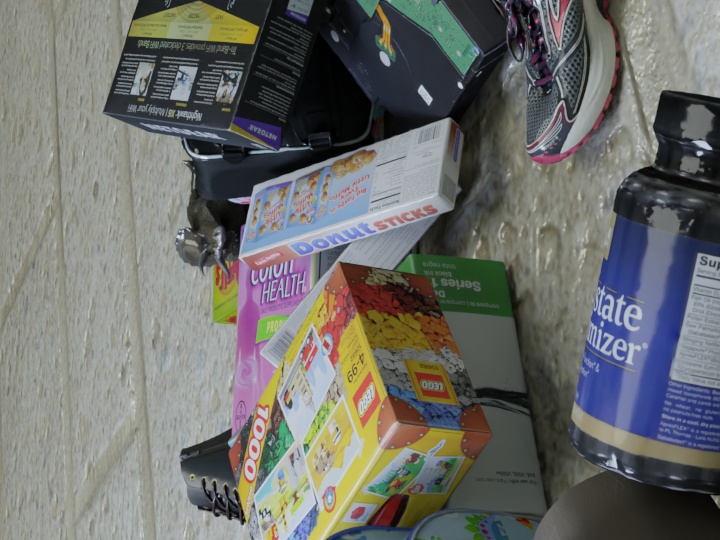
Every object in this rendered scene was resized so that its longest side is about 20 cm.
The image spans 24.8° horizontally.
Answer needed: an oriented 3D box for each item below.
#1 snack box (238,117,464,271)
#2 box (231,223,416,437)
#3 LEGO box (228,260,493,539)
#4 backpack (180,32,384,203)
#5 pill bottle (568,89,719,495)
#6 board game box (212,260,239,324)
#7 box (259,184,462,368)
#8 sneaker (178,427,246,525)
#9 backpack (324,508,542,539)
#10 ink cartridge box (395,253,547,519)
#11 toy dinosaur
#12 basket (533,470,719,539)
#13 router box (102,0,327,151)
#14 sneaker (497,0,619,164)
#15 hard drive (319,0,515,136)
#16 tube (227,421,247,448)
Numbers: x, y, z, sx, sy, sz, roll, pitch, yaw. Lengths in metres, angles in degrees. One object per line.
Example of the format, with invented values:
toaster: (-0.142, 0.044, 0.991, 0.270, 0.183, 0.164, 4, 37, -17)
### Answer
snack box: (-0.010, -0.057, 1.258, 0.199, 0.024, 0.072, -16, 51, 36)
box: (-0.034, 0.052, 1.390, 0.176, 0.096, 0.202, 166, 109, -65)
LEGO box: (-0.006, 0.119, 1.120, 0.201, 0.077, 0.149, -60, 35, 34)
backpack: (-0.064, -0.160, 1.407, 0.151, 0.176, 0.201, 74, -169, -67)
pill bottle: (0.184, 0.010, 0.881, 0.112, 0.111, 0.202, -149, 67, -64)
board game box: (-0.111, -0.054, 1.652, 0.101, 0.047, 0.202, 151, 122, -62)
box: (0.000, 0.000, 1.266, 0.200, 0.041, 0.039, -51, 1, 2)
sneaker: (-0.099, 0.212, 1.468, 0.200, 0.106, 0.075, -113, 3, -59)
backpack: (0.053, 0.239, 1.019, 0.184, 0.199, 0.147, -106, 32, -42)
ink cartridge box: (0.055, 0.111, 1.188, 0.147, 0.082, 0.201, 130, 139, -52)
toy dinosaur: (-0.124, -0.049, 1.528, 0.200, 0.076, 0.103, -5, -78, -74)
basket: (0.165, 0.206, 0.842, 0.136, 0.179, 0.200, -55, 23, 22)
router box: (-0.114, -0.184, 1.295, 0.199, 0.052, 0.158, 14, 85, 51)
sneaker: (0.126, -0.171, 1.102, 0.081, 0.074, 0.202, 172, 102, -66)
hard drive: (0.038, -0.180, 1.224, 0.140, 0.038, 0.200, 53, 160, 8)
tube: (-0.017, 0.189, 1.266, 0.200, 0.050, 0.077, 47, 153, -2)
